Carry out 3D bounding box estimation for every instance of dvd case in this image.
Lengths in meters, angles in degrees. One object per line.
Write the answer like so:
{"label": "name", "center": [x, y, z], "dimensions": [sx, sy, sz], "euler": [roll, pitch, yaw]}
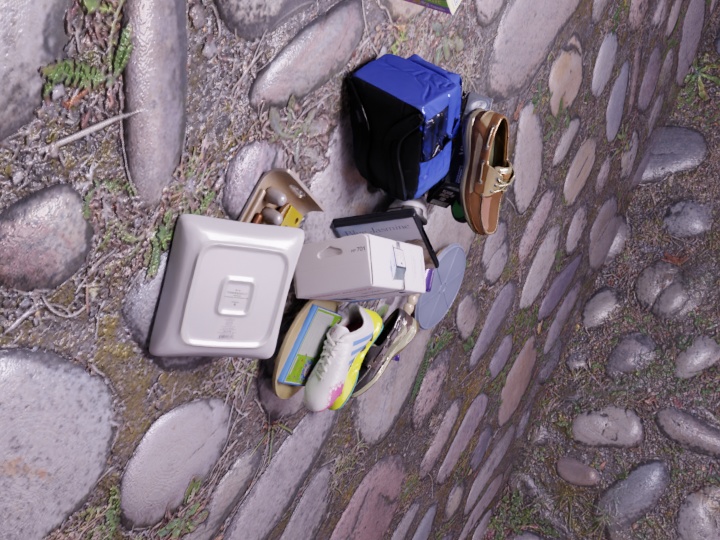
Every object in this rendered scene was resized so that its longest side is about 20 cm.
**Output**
{"label": "dvd case", "center": [0.049, -0.045, 1.590], "dimensions": [0.200, 0.140, 0.018], "euler": [57, 30, -59]}

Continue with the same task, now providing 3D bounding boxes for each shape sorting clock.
{"label": "shape sorting clock", "center": [-0.094, 0.124, 1.562], "dimensions": [0.200, 0.039, 0.202], "euler": [-48, 152, -36]}

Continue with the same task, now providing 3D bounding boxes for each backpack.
{"label": "backpack", "center": [0.081, -0.221, 1.453], "dimensions": [0.167, 0.162, 0.202], "euler": [-32, 142, -32]}

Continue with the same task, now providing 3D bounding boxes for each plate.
{"label": "plate", "center": [-0.175, 0.032, 1.256], "dimensions": [0.197, 0.032, 0.203], "euler": [6, 107, -38]}

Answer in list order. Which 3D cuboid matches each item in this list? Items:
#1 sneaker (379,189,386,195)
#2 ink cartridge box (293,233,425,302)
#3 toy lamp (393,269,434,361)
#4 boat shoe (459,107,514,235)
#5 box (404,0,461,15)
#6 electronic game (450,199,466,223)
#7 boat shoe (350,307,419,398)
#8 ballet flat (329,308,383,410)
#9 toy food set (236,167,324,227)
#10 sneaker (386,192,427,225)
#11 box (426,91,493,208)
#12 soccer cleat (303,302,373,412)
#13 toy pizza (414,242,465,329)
{"label": "sneaker", "center": [0.092, -0.216, 1.584], "dimensions": [0.202, 0.079, 0.078], "euler": [-59, 153, -13]}
{"label": "ink cartridge box", "center": [0.000, 0.000, 1.495], "dimensions": [0.199, 0.145, 0.087], "euler": [5, 77, -62]}
{"label": "toy lamp", "center": [0.094, 0.080, 1.860], "dimensions": [0.202, 0.058, 0.058], "euler": [-65, 154, 2]}
{"label": "boat shoe", "center": [0.205, -0.155, 1.468], "dimensions": [0.075, 0.073, 0.203], "euler": [-21, 112, -43]}
{"label": "box", "center": [0.091, -0.478, 1.259], "dimensions": [0.202, 0.174, 0.097], "euler": [-59, 152, -13]}
{"label": "electronic game", "center": [0.205, -0.183, 1.636], "dimensions": [0.200, 0.041, 0.203], "euler": [-165, -90, -78]}
{"label": "boat shoe", "center": [0.028, 0.158, 1.795], "dimensions": [0.201, 0.072, 0.066], "euler": [-47, 113, -5]}
{"label": "ballet flat", "center": [-0.026, 0.158, 1.706], "dimensions": [0.067, 0.066, 0.202], "euler": [42, 70, -40]}
{"label": "toy food set", "center": [-0.128, -0.034, 1.345], "dimensions": [0.202, 0.060, 0.143], "euler": [-61, 153, -8]}
{"label": "sneaker", "center": [0.088, -0.142, 1.615], "dimensions": [0.201, 0.074, 0.117], "euler": [-98, -161, -87]}
{"label": "box", "center": [0.168, -0.205, 1.601], "dimensions": [0.200, 0.043, 0.163], "euler": [134, -28, -82]}
{"label": "soccer cleat", "center": [-0.046, 0.143, 1.566], "dimensions": [0.201, 0.069, 0.087], "euler": [-57, 144, -29]}
{"label": "toy pizza", "center": [0.165, 0.032, 1.978], "dimensions": [0.200, 0.031, 0.202], "euler": [-43, 146, -38]}
